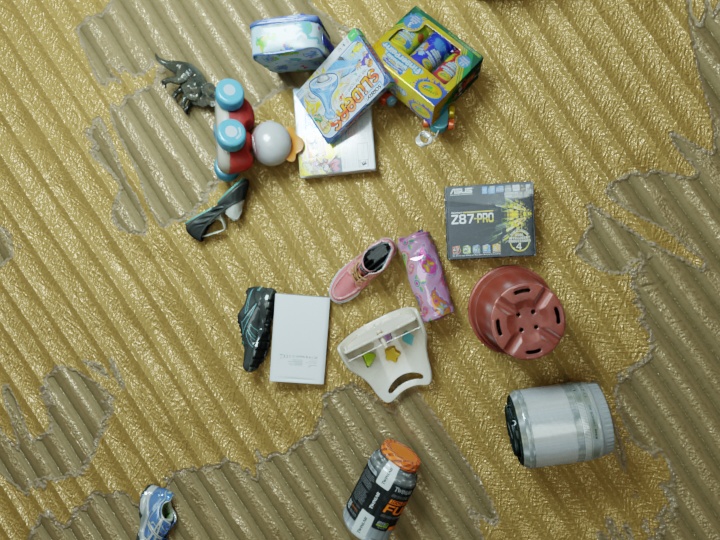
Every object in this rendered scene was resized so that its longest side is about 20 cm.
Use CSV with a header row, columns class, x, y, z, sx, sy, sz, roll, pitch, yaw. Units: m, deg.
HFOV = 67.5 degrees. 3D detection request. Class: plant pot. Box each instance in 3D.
class,x,y,z,sx,sy,sz,roll,pitch,yaw
plant pot,0.335,0.094,1.138,0.195,0.195,0.207,0,92,6

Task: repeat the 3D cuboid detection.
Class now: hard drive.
class,x,y,z,sx,sy,sz,roll,pitch,yaw
hard drive,-0.143,0.161,1.270,0.128,0.026,0.206,4,93,-5

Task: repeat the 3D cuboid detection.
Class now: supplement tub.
class,x,y,z,sx,sy,sz,roll,pitch,yaw
supplement tub,0.051,0.499,1.224,0.120,0.122,0.204,27,95,5

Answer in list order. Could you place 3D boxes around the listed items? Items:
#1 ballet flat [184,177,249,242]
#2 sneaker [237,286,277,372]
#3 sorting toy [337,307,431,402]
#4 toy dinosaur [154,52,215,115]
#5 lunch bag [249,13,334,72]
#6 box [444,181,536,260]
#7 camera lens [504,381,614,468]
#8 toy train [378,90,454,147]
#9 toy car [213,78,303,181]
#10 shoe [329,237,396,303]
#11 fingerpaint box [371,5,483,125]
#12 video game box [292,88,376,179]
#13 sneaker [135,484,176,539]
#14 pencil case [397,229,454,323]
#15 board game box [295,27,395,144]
class,x,y,z,sx,sy,sz,roll,pitch,yaw
ballet flat,-0.325,-0.136,1.273,0.198,0.068,0.069,-34,98,16
sneaker,-0.252,0.137,1.277,0.077,0.075,0.205,11,85,15
sorting toy,0.074,0.201,1.227,0.196,0.107,0.183,-25,97,6
toy dinosaur,-0.403,-0.437,1.272,0.102,0.077,0.201,-40,83,-5
lunch bag,-0.142,-0.487,1.166,0.156,0.200,0.085,-2,99,8
box,0.289,-0.109,1.209,0.194,0.049,0.166,-2,89,7
camera lens,0.418,0.330,1.156,0.195,0.160,0.164,-10,91,7
toy train,0.120,-0.360,1.200,0.149,0.056,0.202,-33,75,-9
toy car,-0.226,-0.303,1.207,0.195,0.184,0.182,-1,75,-18
shoe,0.000,0.000,1.224,0.199,0.091,0.072,-42,88,6
fingerpaint box,0.135,-0.443,1.159,0.200,0.074,0.167,43,77,13
video game box,-0.058,-0.322,1.241,0.177,0.047,0.206,-4,92,5
sneaker,-0.495,0.632,1.314,0.075,0.076,0.206,2,94,11
pencil case,0.146,0.012,1.215,0.085,0.087,0.205,-19,90,7
board game box,-0.036,-0.391,1.157,0.199,0.034,0.137,-38,86,31
